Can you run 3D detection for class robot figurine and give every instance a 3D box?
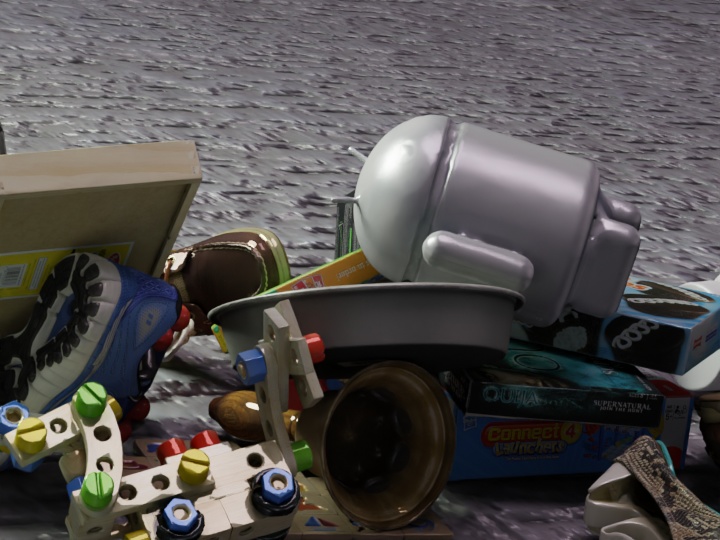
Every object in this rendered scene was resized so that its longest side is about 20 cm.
[{"bbox_3d":[0.081,-0.033,1.714,0.199,0.114,0.170,18,20,1],"label":"robot figurine"}]

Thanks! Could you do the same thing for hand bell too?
[{"bbox_3d":[-0.040,0.100,1.691,0.104,0.105,0.200,-3,6,-36],"label":"hand bell"}]

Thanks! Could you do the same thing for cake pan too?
[{"bbox_3d":[0.005,0.040,1.641,0.199,0.037,0.200,-3,-9,0],"label":"cake pan"}]

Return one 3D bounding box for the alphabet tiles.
[{"bbox_3d":[-0.061,0.139,1.669,0.199,0.008,0.167,2,16,-20],"label":"alphabet tiles"}]

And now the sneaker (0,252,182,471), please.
[{"bbox_3d":[-0.172,0.066,1.600,0.089,0.200,0.079,10,54,-33],"label":"sneaker"}]

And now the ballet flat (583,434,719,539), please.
[{"bbox_3d":[0.180,0.156,1.632,0.075,0.068,0.200,-11,20,-10],"label":"ballet flat"}]

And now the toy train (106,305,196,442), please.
[{"bbox_3d":[-0.180,0.041,1.773,0.115,0.085,0.200,26,11,1],"label":"toy train"}]

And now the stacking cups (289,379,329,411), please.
[{"bbox_3d":[-0.061,0.057,1.886,0.060,0.061,0.200,5,16,-9],"label":"stacking cups"}]

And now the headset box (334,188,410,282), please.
[{"bbox_3d":[0.076,-0.015,2.032,0.173,0.093,0.200,3,-4,-9],"label":"headset box"}]

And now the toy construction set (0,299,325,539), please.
[{"bbox_3d":[-0.104,0.102,1.528,0.199,0.092,0.132,-22,61,-11],"label":"toy construction set"}]

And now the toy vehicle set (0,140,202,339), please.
[{"bbox_3d":[-0.178,-0.009,1.575,0.124,0.200,0.027,-5,61,-23],"label":"toy vehicle set"}]

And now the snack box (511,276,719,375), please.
[{"bbox_3d":[0.146,0.024,1.814,0.199,0.037,0.116,12,14,20],"label":"snack box"}]

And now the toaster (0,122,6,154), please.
[{"bbox_3d":[-0.339,-0.024,1.673,0.180,0.119,0.200,2,23,34],"label":"toaster"}]

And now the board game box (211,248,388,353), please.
[{"bbox_3d":[0.000,0.000,1.801,0.199,0.030,0.095,-27,-2,-25],"label":"board game box"}]

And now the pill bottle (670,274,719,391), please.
[{"bbox_3d":[0.330,0.047,2.019,0.199,0.112,0.111,-3,18,-33],"label":"pill bottle"}]

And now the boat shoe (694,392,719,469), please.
[{"bbox_3d":[0.267,0.118,1.808,0.072,0.068,0.200,-8,-6,11],"label":"boat shoe"}]

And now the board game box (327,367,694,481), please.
[{"bbox_3d":[0.099,0.085,1.859,0.195,0.056,0.200,0,16,-30],"label":"board game box"}]

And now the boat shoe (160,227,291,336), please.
[{"bbox_3d":[-0.132,0.019,1.880,0.199,0.073,0.072,-12,3,45],"label":"boat shoe"}]

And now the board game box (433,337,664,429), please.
[{"bbox_3d":[0.111,0.060,1.791,0.134,0.028,0.200,5,15,-14],"label":"board game box"}]
